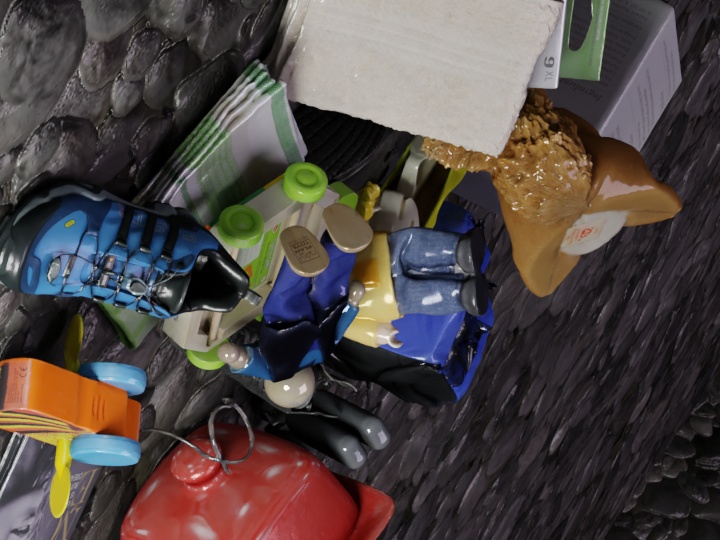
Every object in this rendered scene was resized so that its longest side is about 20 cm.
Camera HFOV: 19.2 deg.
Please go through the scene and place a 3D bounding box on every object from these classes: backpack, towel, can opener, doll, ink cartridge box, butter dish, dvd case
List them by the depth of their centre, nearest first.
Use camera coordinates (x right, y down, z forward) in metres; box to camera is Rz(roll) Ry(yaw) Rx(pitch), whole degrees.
[{"bbox_3d":[-0.113,-0.041,1.519,0.200,0.031,0.149,-51,159,-13],"label":"towel"},{"bbox_3d":[-0.247,0.194,1.557,0.200,0.016,0.149,-64,162,10],"label":"dvd case"},{"bbox_3d":[0.037,-0.166,1.558,0.034,0.200,0.133,-115,-137,-62],"label":"towel"},{"bbox_3d":[-0.046,0.036,1.581,0.136,0.048,0.200,-28,154,-27],"label":"doll"},{"bbox_3d":[0.104,-0.195,1.621,0.059,0.199,0.104,-135,-131,-71],"label":"ink cartridge box"},{"bbox_3d":[-0.110,0.195,1.724,0.200,0.200,0.148,-50,136,-30],"label":"butter dish"},{"bbox_3d":[-0.031,0.134,1.836,0.053,0.067,0.200,-40,-160,-16],"label":"can opener"},{"bbox_3d":[0.045,0.029,1.876,0.168,0.162,0.200,-61,162,-12],"label":"backpack"}]

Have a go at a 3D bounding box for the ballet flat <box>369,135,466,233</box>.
[{"bbox_3d":[0.036,-0.058,1.767,0.067,0.067,0.200,92,24,-55],"label":"ballet flat"}]

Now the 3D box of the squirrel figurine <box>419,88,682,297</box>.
[{"bbox_3d":[0.132,-0.107,1.708,0.141,0.187,0.200,-36,150,13],"label":"squirrel figurine"}]

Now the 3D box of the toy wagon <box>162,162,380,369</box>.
[{"bbox_3d":[-0.065,-0.015,1.580,0.200,0.040,0.155,-37,158,-37],"label":"toy wagon"}]

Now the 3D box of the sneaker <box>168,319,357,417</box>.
[{"bbox_3d":[-0.076,0.070,1.695,0.060,0.104,0.200,-59,162,-4],"label":"sneaker"}]

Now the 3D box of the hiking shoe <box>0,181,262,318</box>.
[{"bbox_3d":[-0.150,-0.009,1.370,0.200,0.087,0.075,-4,119,-53],"label":"hiking shoe"}]

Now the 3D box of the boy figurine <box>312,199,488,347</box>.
[{"bbox_3d":[0.000,0.000,1.694,0.064,0.199,0.125,-32,120,-74],"label":"boy figurine"}]

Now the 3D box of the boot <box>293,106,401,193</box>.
[{"bbox_3d":[-0.018,-0.079,1.707,0.200,0.068,0.131,-42,159,-44],"label":"boot"}]

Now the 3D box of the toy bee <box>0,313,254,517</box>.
[{"bbox_3d":[-0.187,0.111,1.453,0.200,0.109,0.131,43,51,-33],"label":"toy bee"}]

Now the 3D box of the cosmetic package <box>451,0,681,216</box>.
[{"bbox_3d":[0.171,-0.158,1.936,0.200,0.166,0.167,-58,162,-12],"label":"cosmetic package"}]
